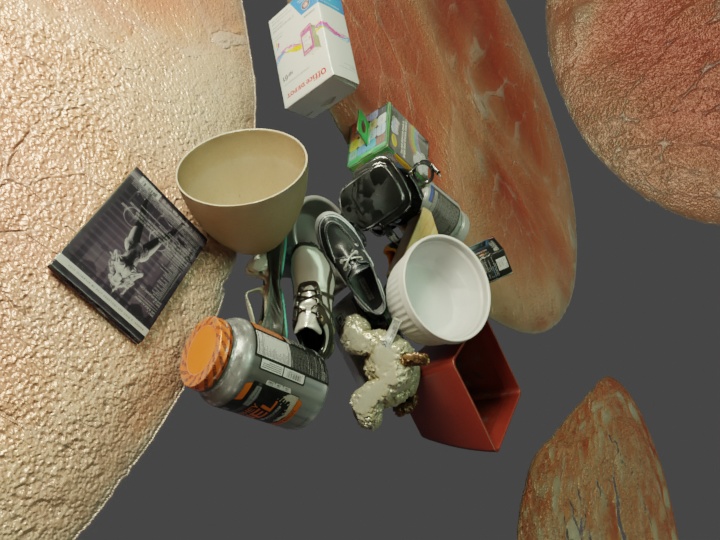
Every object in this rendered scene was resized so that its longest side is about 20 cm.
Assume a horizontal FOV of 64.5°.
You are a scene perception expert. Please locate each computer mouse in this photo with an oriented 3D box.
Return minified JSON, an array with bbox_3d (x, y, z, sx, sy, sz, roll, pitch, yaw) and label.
[{"bbox_3d":[0.000,0.000,1.062,0.058,0.034,0.205,-25,107,-26],"label":"computer mouse"}]

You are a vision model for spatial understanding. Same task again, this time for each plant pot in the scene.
[{"bbox_3d":[0.191,0.238,1.169,0.204,0.173,0.200,62,36,-9],"label":"plant pot"},{"bbox_3d":[-0.170,-0.106,0.881,0.203,0.194,0.137,-66,159,-44],"label":"plant pot"}]

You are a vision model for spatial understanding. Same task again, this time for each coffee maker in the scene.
[{"bbox_3d":[0.057,-0.160,1.128,0.133,0.195,0.200,35,9,7],"label":"coffee maker"}]

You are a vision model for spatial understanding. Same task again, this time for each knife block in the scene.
[{"bbox_3d":[0.093,-0.012,1.177,0.171,0.064,0.206,-14,82,-29],"label":"knife block"}]

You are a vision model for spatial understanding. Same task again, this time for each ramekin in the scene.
[{"bbox_3d":[0.141,0.045,1.083,0.195,0.105,0.207,9,69,-24],"label":"ramekin"}]

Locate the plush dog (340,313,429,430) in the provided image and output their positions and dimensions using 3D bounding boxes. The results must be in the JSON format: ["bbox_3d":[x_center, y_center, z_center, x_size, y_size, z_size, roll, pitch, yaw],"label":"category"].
[{"bbox_3d":[0.061,0.174,1.041,0.171,0.156,0.206,30,46,-70],"label":"plush dog"}]

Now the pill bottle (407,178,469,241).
[{"bbox_3d":[0.174,-0.139,1.379,0.198,0.112,0.117,29,52,-41],"label":"pill bottle"}]

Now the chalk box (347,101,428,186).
[{"bbox_3d":[0.049,-0.272,1.275,0.198,0.122,0.128,33,50,-37],"label":"chalk box"}]

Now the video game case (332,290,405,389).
[{"bbox_3d":[0.022,0.137,1.127,0.182,0.022,0.204,-38,104,-52],"label":"video game case"}]

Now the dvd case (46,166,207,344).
[{"bbox_3d":[-0.307,-0.025,0.783,0.149,0.016,0.203,49,40,-28],"label":"dvd case"}]

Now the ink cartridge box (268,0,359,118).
[{"bbox_3d":[-0.095,-0.435,1.143,0.083,0.142,0.206,0,73,-51],"label":"ink cartridge box"}]

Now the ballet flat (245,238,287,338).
[{"bbox_3d":[-0.151,0.021,0.920,0.066,0.068,0.207,4,70,-20],"label":"ballet flat"}]

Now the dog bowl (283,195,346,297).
[{"bbox_3d":[-0.079,-0.044,1.052,0.198,0.058,0.206,28,52,-43],"label":"dog bowl"}]

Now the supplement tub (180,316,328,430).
[{"bbox_3d":[-0.149,0.146,0.817,0.198,0.121,0.126,31,50,-39],"label":"supplement tub"}]

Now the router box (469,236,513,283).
[{"bbox_3d":[0.269,-0.010,1.350,0.064,0.147,0.200,64,10,-7],"label":"router box"}]

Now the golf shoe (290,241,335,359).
[{"bbox_3d":[-0.077,0.056,0.935,0.095,0.075,0.207,-64,145,-80],"label":"golf shoe"}]

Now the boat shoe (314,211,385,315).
[{"bbox_3d":[-0.014,-0.010,0.997,0.204,0.070,0.068,63,-7,-14],"label":"boat shoe"}]

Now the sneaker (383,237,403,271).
[{"bbox_3d":[0.100,0.028,1.247,0.076,0.078,0.206,-8,76,-38],"label":"sneaker"}]
